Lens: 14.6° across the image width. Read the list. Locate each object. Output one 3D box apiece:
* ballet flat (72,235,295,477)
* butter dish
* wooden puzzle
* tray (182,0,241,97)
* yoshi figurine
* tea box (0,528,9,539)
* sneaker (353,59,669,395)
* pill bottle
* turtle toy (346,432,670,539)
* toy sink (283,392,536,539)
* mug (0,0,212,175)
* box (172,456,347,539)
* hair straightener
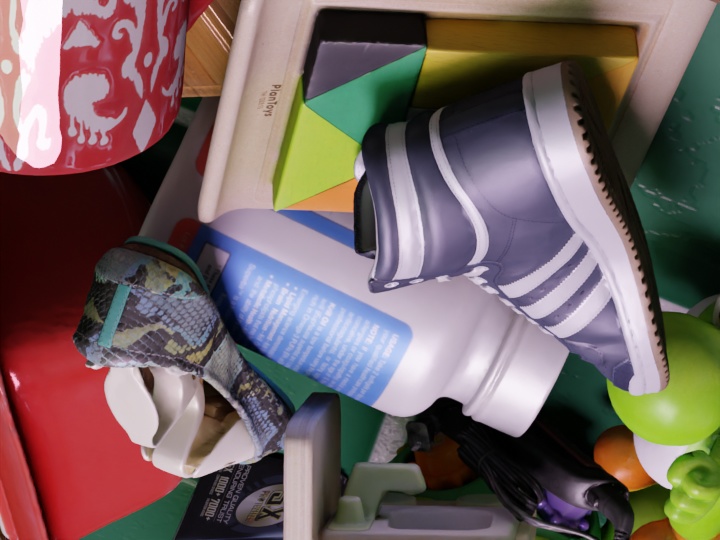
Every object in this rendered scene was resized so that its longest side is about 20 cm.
[{"bbox_3d":[-0.083,0.055,1.268,0.074,0.075,0.200,9,157,23],"label":"ballet flat"},{"bbox_3d":[-0.127,0.029,1.395,0.147,0.201,0.200,-14,136,-5],"label":"butter dish"},{"bbox_3d":[0.039,-0.066,1.158,0.199,0.037,0.185,-2,151,-12],"label":"wooden puzzle"},{"bbox_3d":[-0.111,-0.156,1.161,0.098,0.037,0.200,3,138,50],"label":"tray"},{"bbox_3d":[0.146,0.069,1.317,0.112,0.112,0.200,26,147,8],"label":"yoshi figurine"},{"bbox_3d":[-0.277,0.042,1.430,0.133,0.201,0.197,-16,143,1],"label":"tea box"},{"bbox_3d":[0.061,-0.006,1.164,0.108,0.070,0.200,-15,142,10],"label":"sneaker"},{"bbox_3d":[0.000,0.000,1.298,0.199,0.113,0.112,26,149,-3],"label":"pill bottle"},{"bbox_3d":[0.089,0.137,1.460,0.199,0.102,0.146,18,172,3],"label":"turtle toy"},{"bbox_3d":[0.026,0.164,1.324,0.111,0.201,0.130,0,-175,5],"label":"toy sink"},{"bbox_3d":[-0.097,-0.145,1.040,0.176,0.134,0.201,5,125,1],"label":"mug"},{"bbox_3d":[-0.056,0.227,1.639,0.086,0.164,0.200,11,147,20],"label":"box"},{"bbox_3d":[0.057,0.087,1.337,0.200,0.077,0.041,46,137,41],"label":"hair straightener"}]
